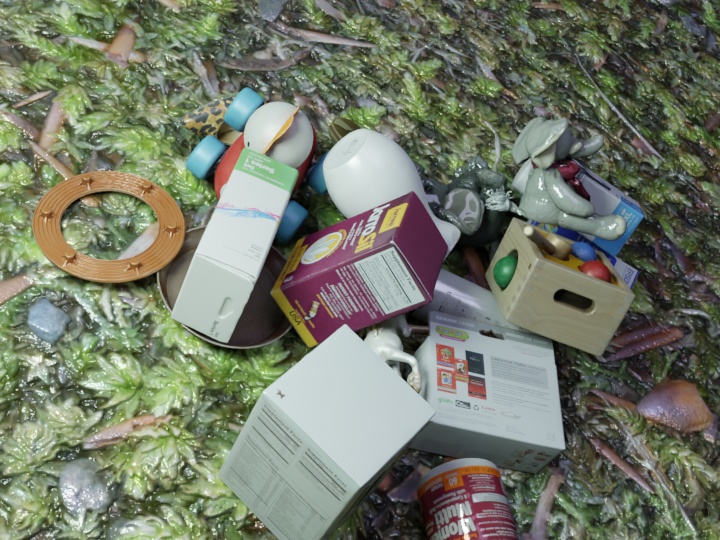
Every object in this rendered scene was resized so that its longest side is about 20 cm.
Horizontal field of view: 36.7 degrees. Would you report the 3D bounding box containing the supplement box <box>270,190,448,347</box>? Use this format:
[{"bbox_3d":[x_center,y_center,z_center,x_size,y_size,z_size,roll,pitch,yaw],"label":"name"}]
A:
[{"bbox_3d":[0.000,0.000,1.432,0.104,0.199,0.131,56,30,-22],"label":"supplement box"}]

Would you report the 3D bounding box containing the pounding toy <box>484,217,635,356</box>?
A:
[{"bbox_3d":[0.268,0.002,1.517,0.198,0.143,0.184,20,20,-13],"label":"pounding toy"}]

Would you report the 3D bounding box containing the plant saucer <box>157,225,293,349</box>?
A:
[{"bbox_3d":[-0.178,0.028,1.459,0.198,0.035,0.202,13,48,-15],"label":"plant saucer"}]

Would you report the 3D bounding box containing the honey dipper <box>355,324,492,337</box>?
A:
[{"bbox_3d":[0.087,0.084,1.513,0.198,0.038,0.038,7,50,-6],"label":"honey dipper"}]

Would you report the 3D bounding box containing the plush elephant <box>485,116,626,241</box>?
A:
[{"bbox_3d":[0.290,-0.151,1.593,0.198,0.156,0.165,10,16,-12],"label":"plush elephant"}]

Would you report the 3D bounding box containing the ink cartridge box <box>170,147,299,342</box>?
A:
[{"bbox_3d":[-0.160,-0.032,1.393,0.083,0.145,0.201,23,47,-6],"label":"ink cartridge box"}]

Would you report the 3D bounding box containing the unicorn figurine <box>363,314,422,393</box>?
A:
[{"bbox_3d":[0.021,0.121,1.419,0.199,0.074,0.138,-23,68,-21],"label":"unicorn figurine"}]

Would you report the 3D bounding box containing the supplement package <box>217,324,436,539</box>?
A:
[{"bbox_3d":[-0.043,0.203,1.268,0.151,0.201,0.152,43,48,11],"label":"supplement package"}]

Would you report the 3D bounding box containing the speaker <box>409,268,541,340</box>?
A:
[{"bbox_3d":[0.175,0.068,1.569,0.199,0.081,0.082,24,47,-6],"label":"speaker"}]

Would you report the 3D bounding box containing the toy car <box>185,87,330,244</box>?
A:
[{"bbox_3d":[-0.126,-0.161,1.493,0.184,0.200,0.177,38,79,-1],"label":"toy car"}]

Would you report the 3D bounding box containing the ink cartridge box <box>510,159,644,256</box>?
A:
[{"bbox_3d":[0.353,-0.122,1.770,0.199,0.084,0.145,34,17,2],"label":"ink cartridge box"}]

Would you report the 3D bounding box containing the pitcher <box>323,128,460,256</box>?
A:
[{"bbox_3d":[0.023,-0.097,1.534,0.200,0.171,0.122,48,60,-27],"label":"pitcher"}]

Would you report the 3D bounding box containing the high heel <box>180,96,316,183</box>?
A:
[{"bbox_3d":[-0.160,-0.187,1.615,0.199,0.072,0.143,-5,53,-37],"label":"high heel"}]

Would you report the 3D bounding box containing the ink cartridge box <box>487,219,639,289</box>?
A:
[{"bbox_3d":[0.323,0.011,1.715,0.199,0.047,0.198,37,45,3],"label":"ink cartridge box"}]

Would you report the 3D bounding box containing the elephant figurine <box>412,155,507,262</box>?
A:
[{"bbox_3d":[0.120,-0.093,1.642,0.199,0.142,0.155,-16,47,-42],"label":"elephant figurine"}]

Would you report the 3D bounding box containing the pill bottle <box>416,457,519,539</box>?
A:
[{"bbox_3d":[0.140,0.339,1.311,0.109,0.110,0.201,4,52,-23],"label":"pill bottle"}]

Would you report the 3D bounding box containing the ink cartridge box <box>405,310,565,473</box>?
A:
[{"bbox_3d":[0.167,0.165,1.480,0.198,0.084,0.177,14,52,-16],"label":"ink cartridge box"}]

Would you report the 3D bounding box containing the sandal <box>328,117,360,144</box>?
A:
[{"bbox_3d":[0.007,-0.146,1.675,0.080,0.054,0.201,-15,66,-50],"label":"sandal"}]

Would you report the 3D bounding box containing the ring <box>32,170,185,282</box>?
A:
[{"bbox_3d":[-0.332,-0.065,1.443,0.198,0.019,0.202,7,48,-8],"label":"ring"}]
